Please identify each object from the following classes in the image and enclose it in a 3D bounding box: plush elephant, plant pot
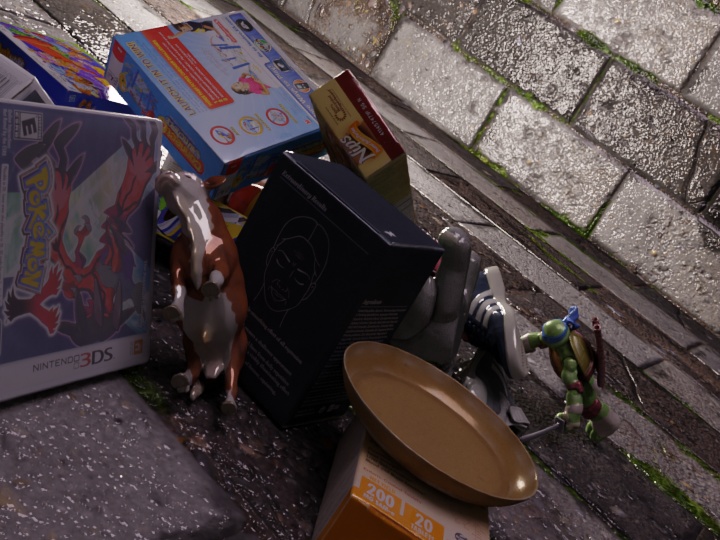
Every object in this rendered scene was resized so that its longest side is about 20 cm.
[{"bbox_3d":[0.044,0.044,1.028,0.151,0.205,0.164,12,1,14],"label":"plush elephant"},{"bbox_3d":[0.063,0.133,0.763,0.197,0.028,0.201,31,15,-9],"label":"plant pot"}]

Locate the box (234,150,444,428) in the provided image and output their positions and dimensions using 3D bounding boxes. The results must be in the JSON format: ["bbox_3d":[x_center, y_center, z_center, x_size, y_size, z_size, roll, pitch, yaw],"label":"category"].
[{"bbox_3d":[-0.043,0.017,0.842,0.148,0.202,0.106,41,20,27],"label":"box"}]

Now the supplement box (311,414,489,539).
[{"bbox_3d":[0.038,0.190,0.737,0.125,0.074,0.200,32,17,-4],"label":"supplement box"}]

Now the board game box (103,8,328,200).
[{"bbox_3d":[-0.147,-0.192,0.994,0.200,0.056,0.194,48,44,15],"label":"board game box"}]

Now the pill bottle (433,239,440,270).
[{"bbox_3d":[0.034,-0.013,1.206,0.197,0.114,0.113,28,18,-13],"label":"pill bottle"}]

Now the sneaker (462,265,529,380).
[{"bbox_3d":[0.147,0.071,1.077,0.201,0.083,0.076,-94,165,-63],"label":"sneaker"}]

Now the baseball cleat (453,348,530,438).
[{"bbox_3d":[0.159,0.153,1.083,0.106,0.070,0.200,41,27,2],"label":"baseball cleat"}]

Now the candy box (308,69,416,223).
[{"bbox_3d":[0.007,-0.115,0.982,0.117,0.055,0.200,58,-4,19],"label":"candy box"}]

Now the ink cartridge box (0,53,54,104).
[{"bbox_3d":[-0.316,-0.127,0.883,0.197,0.043,0.202,32,-21,41],"label":"ink cartridge box"}]

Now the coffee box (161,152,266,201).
[{"bbox_3d":[-0.158,-0.110,1.179,0.197,0.081,0.115,30,18,-9],"label":"coffee box"}]

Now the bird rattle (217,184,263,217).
[{"bbox_3d":[-0.122,-0.096,1.066,0.197,0.165,0.113,30,-3,-5],"label":"bird rattle"}]

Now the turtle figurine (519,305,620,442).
[{"bbox_3d":[0.255,0.159,1.201,0.143,0.202,0.194,18,-20,50],"label":"turtle figurine"}]

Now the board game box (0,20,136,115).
[{"bbox_3d":[-0.332,-0.212,1.010,0.199,0.045,0.133,38,18,31],"label":"board game box"}]

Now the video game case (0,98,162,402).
[{"bbox_3d":[-0.213,-0.017,0.664,0.022,0.205,0.181,7,7,23],"label":"video game case"}]

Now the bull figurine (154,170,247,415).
[{"bbox_3d":[-0.130,0.019,0.742,0.063,0.204,0.122,-6,32,3],"label":"bull figurine"}]

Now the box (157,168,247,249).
[{"bbox_3d":[-0.149,-0.030,0.976,0.197,0.065,0.070,31,-12,-10],"label":"box"}]
